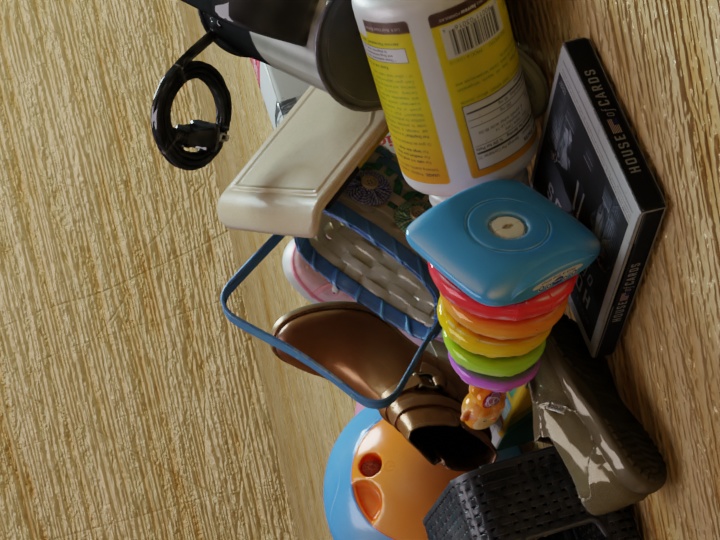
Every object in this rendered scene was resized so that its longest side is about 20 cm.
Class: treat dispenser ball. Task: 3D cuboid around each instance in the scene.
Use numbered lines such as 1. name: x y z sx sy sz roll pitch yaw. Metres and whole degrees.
1. treat dispenser ball: 0.063 0.213 1.552 0.201 0.199 0.202 166 90 -79

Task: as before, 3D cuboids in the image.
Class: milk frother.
1. milk frother: -0.064 -0.163 1.298 0.188 0.179 0.201 31 127 50

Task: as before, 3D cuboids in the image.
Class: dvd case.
1. dvd case: 0.167 -0.048 1.179 0.200 0.025 0.151 96 158 -58

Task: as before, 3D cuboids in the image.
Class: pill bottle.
1. pill bottle: 0.069 -0.132 1.207 0.109 0.109 0.201 -124 15 -60

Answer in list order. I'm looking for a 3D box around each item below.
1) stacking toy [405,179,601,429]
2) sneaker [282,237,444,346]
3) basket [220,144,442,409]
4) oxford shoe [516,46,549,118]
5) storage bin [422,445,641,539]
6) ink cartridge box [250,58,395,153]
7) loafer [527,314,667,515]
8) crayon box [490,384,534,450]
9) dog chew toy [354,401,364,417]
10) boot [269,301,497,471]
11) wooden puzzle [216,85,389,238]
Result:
1. stacking toy: 0.098 0.046 1.189 0.110 0.116 0.201 41 141 36
2. sneaker: 0.030 0.012 1.544 0.104 0.199 0.076 -26 40 55
3. basket: 0.000 0.000 1.382 0.176 0.201 0.139 30 162 14
4. oxford shoe: 0.096 -0.170 1.319 0.200 0.057 0.076 30 128 54
5. storage bin: 0.138 0.217 1.350 0.200 0.134 0.094 106 148 -68
6. ink cartridge box: -0.018 -0.170 1.637 0.084 0.144 0.201 101 153 -63
7. loafer: 0.158 0.102 1.231 0.067 0.076 0.201 -48 42 23
8. crayon box: 0.134 0.064 1.412 0.200 0.051 0.126 100 154 -66
9. dog chew toy: 0.047 0.119 1.754 0.125 0.124 0.201 89 171 -49
10. boot: 0.022 0.107 1.411 0.077 0.199 0.156 -60 23 22
11. wooden puzzle: -0.024 -0.113 1.359 0.037 0.201 0.185 40 165 -25
